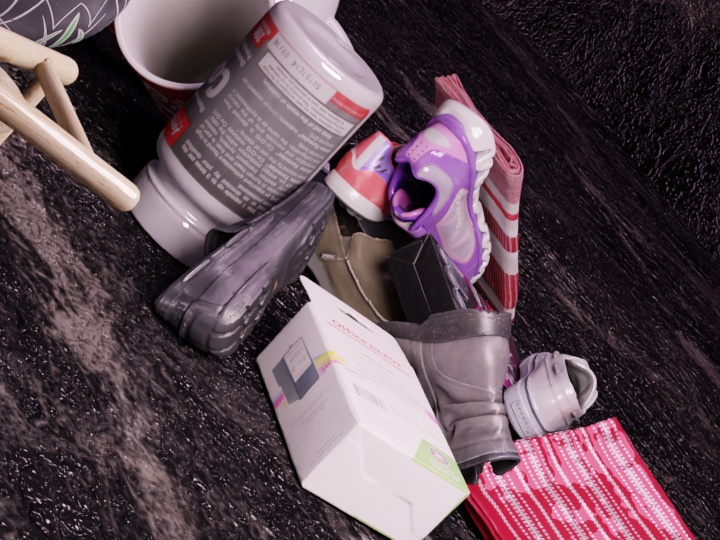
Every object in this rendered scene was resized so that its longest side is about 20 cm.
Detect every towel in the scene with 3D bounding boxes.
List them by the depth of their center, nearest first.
[{"bbox_3d":[0.172,0.190,1.671,0.199,0.023,0.145,-8,53,-36],"label":"towel"},{"bbox_3d":[0.109,-0.064,1.870,0.201,0.023,0.144,87,-23,-48],"label":"towel"}]

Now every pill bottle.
[{"bbox_3d":[-0.086,-0.102,1.602,0.114,0.200,0.114,40,15,-13],"label":"pill bottle"}]

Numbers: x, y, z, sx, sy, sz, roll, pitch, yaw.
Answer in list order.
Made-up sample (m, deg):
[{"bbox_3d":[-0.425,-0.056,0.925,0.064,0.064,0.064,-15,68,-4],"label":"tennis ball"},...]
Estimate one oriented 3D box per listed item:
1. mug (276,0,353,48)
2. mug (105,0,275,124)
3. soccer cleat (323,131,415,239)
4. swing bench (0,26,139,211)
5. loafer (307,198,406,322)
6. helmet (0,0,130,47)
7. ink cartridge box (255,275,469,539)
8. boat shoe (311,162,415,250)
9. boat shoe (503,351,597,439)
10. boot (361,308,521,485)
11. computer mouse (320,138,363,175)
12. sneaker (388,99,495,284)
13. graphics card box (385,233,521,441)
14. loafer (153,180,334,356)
[{"bbox_3d":[-0.091,-0.225,1.996,0.200,0.175,0.148,45,14,4],"label":"mug"},{"bbox_3d":[-0.134,-0.189,1.752,0.178,0.133,0.200,57,-6,21],"label":"mug"},{"bbox_3d":[0.036,-0.079,1.871,0.068,0.073,0.200,45,13,22],"label":"soccer cleat"},{"bbox_3d":[-0.250,-0.040,0.963,0.200,0.199,0.130,32,18,-43],"label":"swing bench"},{"bbox_3d":[0.000,0.000,1.826,0.200,0.070,0.075,52,16,29],"label":"loafer"},{"bbox_3d":[-0.258,-0.269,1.612,0.200,0.199,0.192,0,79,-71],"label":"helmet"},{"bbox_3d":[-0.006,0.102,1.521,0.117,0.067,0.200,34,18,-31],"label":"ink cartridge box"},{"bbox_3d":[-0.002,-0.042,1.968,0.200,0.070,0.066,40,14,14],"label":"boat shoe"},{"bbox_3d":[0.178,0.109,1.803,0.074,0.066,0.200,66,15,-4],"label":"boat shoe"},{"bbox_3d":[0.048,0.106,1.633,0.069,0.200,0.133,4,80,-32],"label":"boot"},{"bbox_3d":[-0.090,-0.113,1.887,0.199,0.110,0.044,30,37,-8],"label":"computer mouse"},{"bbox_3d":[0.063,-0.054,1.803,0.080,0.088,0.201,36,-34,31],"label":"sneaker"},{"bbox_3d":[0.096,0.069,1.814,0.200,0.051,0.126,47,21,-51],"label":"graphics card box"},{"bbox_3d":[-0.082,-0.013,1.523,0.070,0.068,0.201,29,41,10],"label":"loafer"}]
